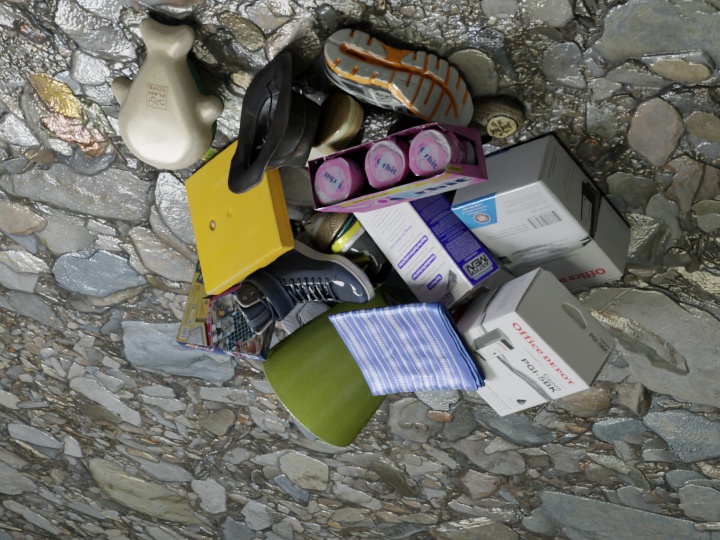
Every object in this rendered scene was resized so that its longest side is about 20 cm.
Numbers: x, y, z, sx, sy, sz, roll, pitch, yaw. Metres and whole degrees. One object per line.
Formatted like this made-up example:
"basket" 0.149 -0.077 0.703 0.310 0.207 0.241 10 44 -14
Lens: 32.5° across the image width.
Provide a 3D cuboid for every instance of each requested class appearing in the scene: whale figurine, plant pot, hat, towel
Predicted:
"whale figurine" -0.247 -0.236 1.619 0.158 0.104 0.202 11 120 13
"plant pot" -0.010 0.123 1.808 0.187 0.188 0.200 39 107 -25
"hat" -0.095 -0.177 1.546 0.080 0.202 0.201 15 148 -22
"towel" 0.061 0.108 1.654 0.199 0.024 0.145 -8 121 41

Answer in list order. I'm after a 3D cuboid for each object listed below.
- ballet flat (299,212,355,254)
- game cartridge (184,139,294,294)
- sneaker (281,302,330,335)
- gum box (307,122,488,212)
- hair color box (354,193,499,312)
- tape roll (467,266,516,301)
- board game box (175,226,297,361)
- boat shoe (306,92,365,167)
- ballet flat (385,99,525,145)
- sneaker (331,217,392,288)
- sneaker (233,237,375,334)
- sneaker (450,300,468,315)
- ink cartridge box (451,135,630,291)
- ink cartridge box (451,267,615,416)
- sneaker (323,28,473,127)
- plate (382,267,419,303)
"ballet flat" -0.057 -0.042 1.793 0.065 0.071 0.201 35 141 8
"game cartridge" -0.170 -0.081 1.716 0.032 0.178 0.199 -1 162 -41
"sneaker" -0.032 0.119 1.977 0.198 0.076 0.115 19 158 25
"gum box" 0.050 -0.124 1.507 0.199 0.067 0.113 -13 174 31
"hair color box" 0.083 -0.045 1.644 0.201 0.065 0.109 54 144 9
"tape roll" 0.205 0.051 1.734 0.202 0.037 0.203 36 169 8
"board game box" -0.181 0.025 1.820 0.134 0.202 0.035 9 162 15
"boat shoe" -0.029 -0.174 1.583 0.066 0.075 0.200 18 169 -17
"ballet flat" 0.115 -0.171 1.553 0.198 0.047 0.068 -6 138 32
"sneaker" 0.000 0.000 1.761 0.085 0.074 0.200 44 165 13
"sneaker" -0.084 0.037 1.707 0.201 0.146 0.077 20 143 45
"sneaker" 0.129 0.089 1.825 0.081 0.076 0.199 25 160 -25
"ink cartridge box" 0.237 -0.065 1.600 0.144 0.085 0.200 -15 133 41
"ink cartridge box" 0.210 0.098 1.610 0.147 0.083 0.200 44 148 -9
"sneaker" 0.045 -0.227 1.500 0.199 0.079 0.077 26 160 -5
"plate" 0.057 0.055 1.898 0.198 0.026 0.201 13 143 10
